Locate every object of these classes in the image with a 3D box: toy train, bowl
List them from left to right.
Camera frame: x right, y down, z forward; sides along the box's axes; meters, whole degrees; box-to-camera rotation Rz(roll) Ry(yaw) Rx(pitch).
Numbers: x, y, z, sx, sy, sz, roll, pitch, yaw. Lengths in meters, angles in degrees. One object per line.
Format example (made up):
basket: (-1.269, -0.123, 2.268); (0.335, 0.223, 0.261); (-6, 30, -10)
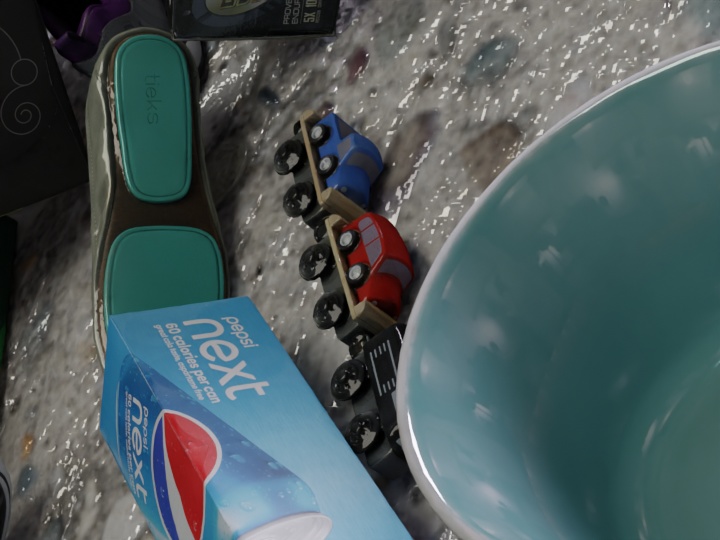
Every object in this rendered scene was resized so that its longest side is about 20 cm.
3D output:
toy train: (0.000, 0.000, 0.750); (0.046, 0.034, 0.201); (-36, 45, 21)
bowl: (0.122, 0.034, 0.520); (0.200, 0.105, 0.202); (-24, 38, 20)

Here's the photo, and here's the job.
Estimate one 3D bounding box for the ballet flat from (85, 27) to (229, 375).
ballet flat: (-0.102, -0.019, 0.853); (0.064, 0.067, 0.202); (133, 136, -63)

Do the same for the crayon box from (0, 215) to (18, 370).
crayon box: (-0.285, 0.071, 0.996); (0.199, 0.058, 0.174); (-26, 51, 35)

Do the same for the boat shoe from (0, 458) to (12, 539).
boat shoe: (-0.222, 0.181, 0.850); (0.201, 0.071, 0.068); (-60, 37, 5)

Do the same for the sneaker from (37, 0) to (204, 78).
sneaker: (-0.148, -0.168, 0.969); (0.074, 0.087, 0.201); (-46, 41, 16)

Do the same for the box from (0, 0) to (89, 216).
box: (-0.252, -0.108, 0.956); (0.148, 0.125, 0.200); (-22, 30, -14)

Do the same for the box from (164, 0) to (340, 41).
box: (-0.054, -0.238, 0.833); (0.201, 0.085, 0.165); (102, 160, -47)

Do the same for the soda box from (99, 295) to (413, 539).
soda box: (-0.042, 0.092, 0.696); (0.200, 0.067, 0.065); (-129, 40, -50)
